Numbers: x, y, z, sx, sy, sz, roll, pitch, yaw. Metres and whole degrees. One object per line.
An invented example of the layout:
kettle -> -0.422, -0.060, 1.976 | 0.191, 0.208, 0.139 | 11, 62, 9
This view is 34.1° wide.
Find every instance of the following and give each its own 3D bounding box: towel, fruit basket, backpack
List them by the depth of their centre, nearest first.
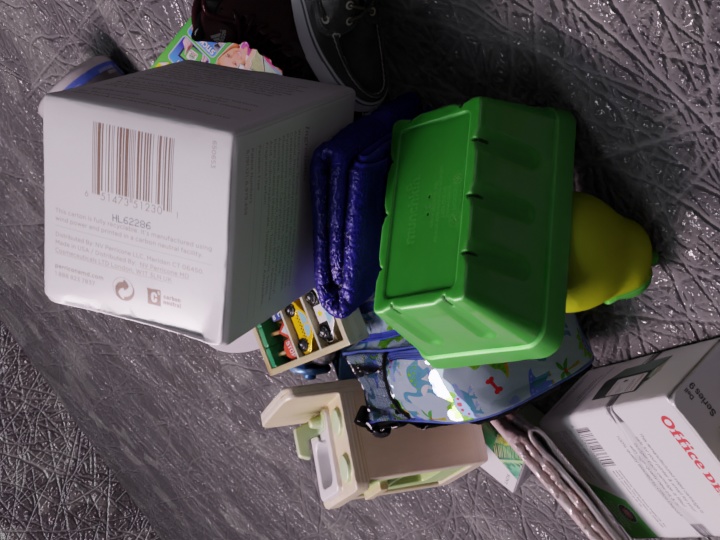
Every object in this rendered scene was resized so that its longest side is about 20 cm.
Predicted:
fruit basket -> 0.124, -0.022, 0.921 | 0.155, 0.216, 0.216 | -11, 118, 44
towel -> 0.020, -0.058, 0.978 | 0.050, 0.200, 0.148 | 5, 111, 22
backpack -> 0.093, 0.058, 1.057 | 0.200, 0.183, 0.147 | -5, 109, 62
towel -> 0.196, 0.207, 1.126 | 0.200, 0.032, 0.191 | 51, 180, -6

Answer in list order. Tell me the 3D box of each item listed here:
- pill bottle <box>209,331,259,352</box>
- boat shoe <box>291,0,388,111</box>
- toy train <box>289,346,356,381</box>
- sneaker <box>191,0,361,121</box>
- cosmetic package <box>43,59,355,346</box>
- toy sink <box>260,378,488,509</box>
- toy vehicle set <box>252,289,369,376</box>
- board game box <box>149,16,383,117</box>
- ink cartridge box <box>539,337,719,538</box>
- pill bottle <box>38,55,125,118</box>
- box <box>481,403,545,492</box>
pill bottle -> -0.144, -0.015, 1.306 | 0.116, 0.116, 0.200 | 86, 170, -52
boat shoe -> -0.019, -0.226, 0.958 | 0.057, 0.069, 0.200 | -4, 112, 52
toy train -> -0.024, 0.070, 1.297 | 0.200, 0.114, 0.087 | -127, 40, -80
sneaker -> -0.085, -0.193, 1.020 | 0.200, 0.115, 0.076 | 65, 150, 5
cosmetic package -> -0.123, -0.063, 0.931 | 0.167, 0.200, 0.166 | 13, 112, 22
toy sink -> 0.011, 0.179, 1.222 | 0.130, 0.200, 0.112 | 129, 134, -63
toy vehicle set -> -0.074, -0.013, 1.078 | 0.124, 0.027, 0.200 | -27, 83, 47
board game box -> -0.088, -0.170, 1.107 | 0.200, 0.135, 0.029 | 45, -163, 7
ink cartridge box -> 0.271, 0.151, 1.015 | 0.146, 0.084, 0.200 | 51, 155, -4
pill bottle -> -0.289, -0.154, 1.442 | 0.200, 0.114, 0.114 | 50, 154, -2
box -> 0.114, 0.148, 1.313 | 0.200, 0.036, 0.144 | 37, 152, 21
